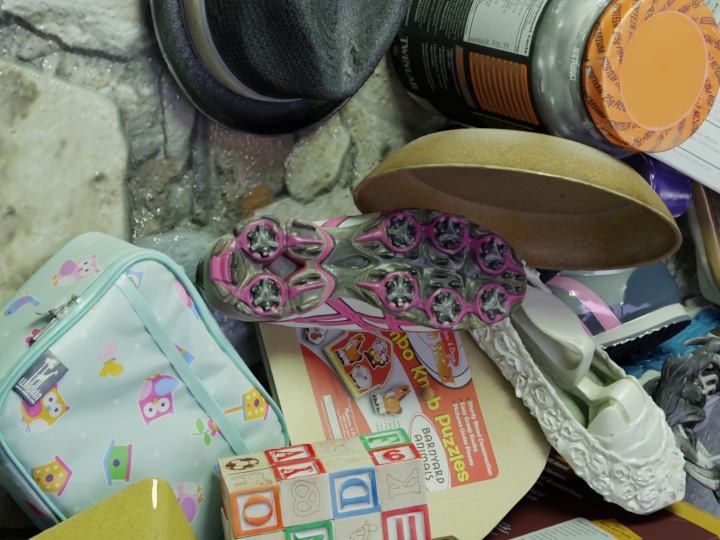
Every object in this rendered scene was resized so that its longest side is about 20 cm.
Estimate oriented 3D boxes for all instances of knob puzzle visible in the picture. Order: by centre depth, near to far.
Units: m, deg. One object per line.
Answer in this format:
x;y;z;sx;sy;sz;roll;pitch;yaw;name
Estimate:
0.038;0.079;1.540;0.218;0.030;0.221;7;68;-18;knob puzzle

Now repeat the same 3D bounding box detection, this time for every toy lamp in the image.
0.135;-0.060;1.616;0.199;0.058;0.059;7;99;-35;toy lamp

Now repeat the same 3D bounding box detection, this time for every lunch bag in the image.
-0.138;0.083;1.437;0.160;0.077;0.201;-45;126;-17;lunch bag

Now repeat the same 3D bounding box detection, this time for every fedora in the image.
-0.029;-0.171;1.437;0.199;0.091;0.202;-10;108;-34;fedora

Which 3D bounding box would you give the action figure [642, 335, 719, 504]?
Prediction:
0.251;0.091;1.628;0.199;0.102;0.119;-26;143;-37;action figure

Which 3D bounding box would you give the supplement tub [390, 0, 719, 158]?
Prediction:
0.118;-0.136;1.489;0.122;0.199;0.124;-11;110;-34;supplement tub

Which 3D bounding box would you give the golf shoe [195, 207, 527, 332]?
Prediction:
0.000;0.000;1.480;0.198;0.092;0.073;4;84;-13;golf shoe

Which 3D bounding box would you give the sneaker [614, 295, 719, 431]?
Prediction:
0.199;0.091;1.696;0.199;0.075;0.087;-21;120;-30;sneaker

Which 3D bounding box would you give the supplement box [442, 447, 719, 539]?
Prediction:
0.106;0.218;1.580;0.199;0.197;0.134;-12;111;-33;supplement box

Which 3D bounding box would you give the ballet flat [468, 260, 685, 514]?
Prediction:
0.135;0.070;1.526;0.072;0.072;0.200;-43;90;-19;ballet flat

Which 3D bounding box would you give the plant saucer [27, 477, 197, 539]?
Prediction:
-0.163;0.240;1.421;0.199;0.049;0.201;-28;131;-6;plant saucer

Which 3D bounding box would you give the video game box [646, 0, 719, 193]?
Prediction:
0.304;-0.121;1.634;0.199;0.047;0.183;27;106;-20;video game box

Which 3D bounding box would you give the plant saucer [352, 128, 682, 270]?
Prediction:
0.096;-0.045;1.473;0.199;0.199;0.036;21;72;-38;plant saucer

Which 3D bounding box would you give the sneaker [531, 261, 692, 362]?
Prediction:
0.118;0.029;1.633;0.199;0.070;0.083;-13;73;-23;sneaker

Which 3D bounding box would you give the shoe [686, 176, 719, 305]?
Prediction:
0.245;-0.069;1.697;0.069;0.053;0.202;-10;96;-20;shoe

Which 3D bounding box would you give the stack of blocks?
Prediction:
-0.014;0.204;1.444;0.114;0.059;0.202;-9;106;-8;stack of blocks
